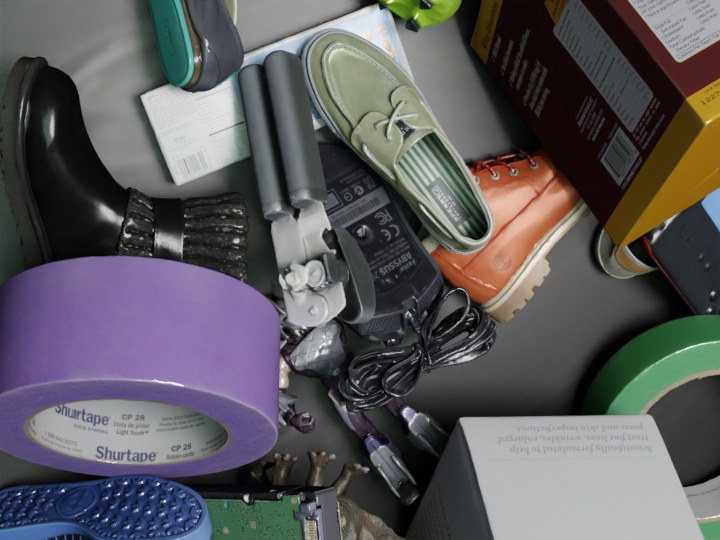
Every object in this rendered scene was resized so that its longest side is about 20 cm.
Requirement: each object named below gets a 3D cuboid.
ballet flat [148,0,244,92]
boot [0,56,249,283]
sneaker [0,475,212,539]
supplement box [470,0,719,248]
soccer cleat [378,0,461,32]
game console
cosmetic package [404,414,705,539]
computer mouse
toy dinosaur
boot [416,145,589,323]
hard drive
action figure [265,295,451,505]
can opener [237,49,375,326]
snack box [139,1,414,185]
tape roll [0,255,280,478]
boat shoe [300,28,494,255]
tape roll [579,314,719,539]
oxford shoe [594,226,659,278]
[{"bbox_3d":[-0.128,-0.225,0.787,0.073,0.073,0.201,-17,92,-10],"label":"ballet flat"},{"bbox_3d":[-0.158,-0.050,0.784,0.157,0.080,0.212,-3,116,1],"label":"boot"},{"bbox_3d":[-0.190,0.201,0.813,0.199,0.070,0.078,-3,121,23],"label":"sneaker"},{"bbox_3d":[0.195,-0.160,0.763,0.132,0.197,0.201,-29,74,-12],"label":"supplement box"},{"bbox_3d":[-0.006,-0.256,0.815,0.199,0.068,0.081,34,61,-9],"label":"soccer cleat"},{"bbox_3d":[0.330,-0.049,0.910,0.200,0.031,0.177,-49,133,-2],"label":"game console"},{"bbox_3d":[0.139,0.231,0.832,0.164,0.166,0.201,1,136,-17],"label":"cosmetic package"},{"bbox_3d":[0.000,0.000,0.839,0.138,0.053,0.201,-25,80,-23],"label":"computer mouse"},{"bbox_3d":[-0.048,0.191,0.826,0.199,0.077,0.103,-2,69,20],"label":"toy dinosaur"},{"bbox_3d":[0.126,-0.069,0.872,0.107,0.075,0.201,35,91,-11],"label":"boot"},{"bbox_3d":[-0.098,0.226,0.807,0.038,0.199,0.141,-3,86,-54],"label":"hard drive"},{"bbox_3d":[-0.005,0.090,0.870,0.130,0.069,0.200,-42,103,2],"label":"action figure"},{"bbox_3d":[-0.043,-0.055,0.790,0.052,0.066,0.201,-20,80,33],"label":"can opener"},{"bbox_3d":[-0.060,-0.135,0.838,0.199,0.024,0.072,-23,103,-9],"label":"snack box"},{"bbox_3d":[-0.154,0.072,0.756,0.199,0.200,0.086,6,62,-14],"label":"tape roll"},{"bbox_3d":[0.034,-0.098,0.809,0.072,0.062,0.200,-42,95,-6],"label":"boat shoe"},{"bbox_3d":[0.285,0.137,0.931,0.199,0.048,0.202,-2,113,-5],"label":"tape roll"},{"bbox_3d":[0.267,-0.077,0.911,0.075,0.058,0.201,35,89,-15],"label":"oxford shoe"}]
